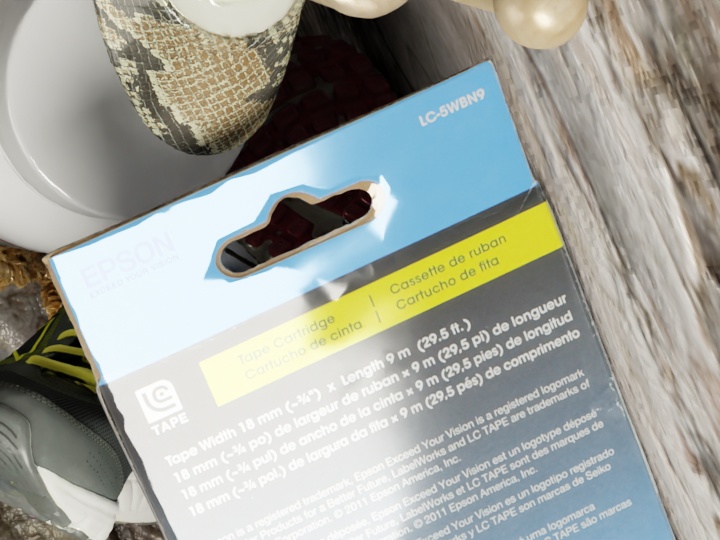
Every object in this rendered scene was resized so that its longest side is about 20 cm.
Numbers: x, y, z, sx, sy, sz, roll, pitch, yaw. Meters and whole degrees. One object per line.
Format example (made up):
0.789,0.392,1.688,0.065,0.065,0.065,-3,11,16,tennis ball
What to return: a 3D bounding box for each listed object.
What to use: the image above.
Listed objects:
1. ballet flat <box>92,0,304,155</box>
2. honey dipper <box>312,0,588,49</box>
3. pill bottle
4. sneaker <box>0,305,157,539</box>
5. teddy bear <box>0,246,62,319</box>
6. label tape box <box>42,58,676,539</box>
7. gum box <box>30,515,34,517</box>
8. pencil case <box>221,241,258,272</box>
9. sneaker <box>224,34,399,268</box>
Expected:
-0.043,-0.130,0.662,0.075,0.067,0.201,8,105,59,ballet flat
0.017,-0.079,0.643,0.038,0.038,0.200,67,171,-18,honey dipper
-0.113,-0.063,0.845,0.200,0.112,0.113,6,122,65,pill bottle
-0.095,0.038,0.812,0.074,0.085,0.200,24,180,6,sneaker
-0.137,-0.039,0.997,0.199,0.067,0.146,6,-115,-47,teddy bear
0.003,0.047,0.736,0.063,0.144,0.201,-129,16,-70,label tape box
-0.083,0.081,1.085,0.200,0.113,0.067,158,113,-75,gum box
-0.044,-0.019,1.080,0.200,0.090,0.084,-156,43,-78,pencil case
0.000,0.000,0.861,0.201,0.080,0.075,60,174,29,sneaker
